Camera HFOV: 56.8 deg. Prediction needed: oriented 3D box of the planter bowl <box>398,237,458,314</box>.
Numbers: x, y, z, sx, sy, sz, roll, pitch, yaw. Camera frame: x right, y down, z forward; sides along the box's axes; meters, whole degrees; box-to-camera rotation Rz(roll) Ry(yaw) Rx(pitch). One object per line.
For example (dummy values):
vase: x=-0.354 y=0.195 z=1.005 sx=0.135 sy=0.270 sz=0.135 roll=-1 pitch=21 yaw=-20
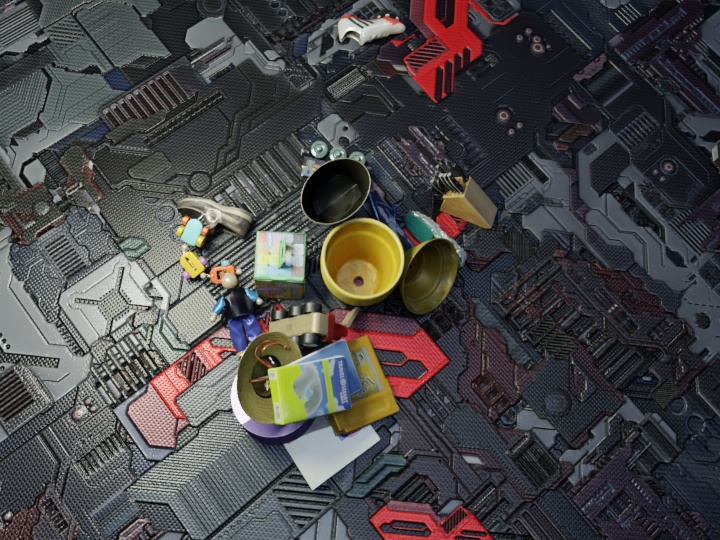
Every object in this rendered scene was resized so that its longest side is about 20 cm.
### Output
planter bowl: x=0.150 y=0.002 z=1.678 sx=0.200 sy=0.201 sz=0.083 roll=-46 pitch=44 yaw=-17

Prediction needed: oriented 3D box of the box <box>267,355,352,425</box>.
box: x=-0.101 y=0.261 z=1.475 sx=0.198 sy=0.047 sz=0.124 roll=-6 pitch=86 yaw=-34

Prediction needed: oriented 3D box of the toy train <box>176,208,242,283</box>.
toy train: x=-0.380 y=-0.049 z=1.676 sx=0.148 sy=0.056 sz=0.202 roll=-12 pitch=94 yaw=2

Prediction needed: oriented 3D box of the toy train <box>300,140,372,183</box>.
toy train: x=-0.069 y=-0.269 z=1.780 sx=0.198 sy=0.085 sz=0.115 roll=15 pitch=84 yaw=-2

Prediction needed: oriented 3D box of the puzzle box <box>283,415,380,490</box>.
puzzle box: x=-0.068 y=0.404 z=1.577 sx=0.199 sy=0.025 sz=0.134 roll=-32 pitch=75 yaw=-14

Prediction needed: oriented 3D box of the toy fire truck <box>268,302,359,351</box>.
toy fire truck: x=-0.101 y=0.138 z=1.617 sx=0.199 sy=0.175 sz=0.130 roll=20 pitch=64 yaw=-43

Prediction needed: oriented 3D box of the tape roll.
tape roll: x=-0.198 y=0.298 z=1.558 sx=0.197 sy=0.085 sz=0.202 roll=0 pitch=65 yaw=1

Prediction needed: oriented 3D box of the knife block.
knife block: x=0.274 y=-0.200 z=1.730 sx=0.198 sy=0.176 sz=0.065 roll=22 pitch=72 yaw=3

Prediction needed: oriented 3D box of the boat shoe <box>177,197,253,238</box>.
boat shoe: x=-0.378 y=-0.133 z=1.708 sx=0.198 sy=0.075 sz=0.074 roll=12 pitch=70 yaw=1

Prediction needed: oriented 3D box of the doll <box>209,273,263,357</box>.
doll: x=-0.300 y=0.106 z=1.623 sx=0.135 sy=0.048 sz=0.202 roll=-15 pitch=87 yaw=-10

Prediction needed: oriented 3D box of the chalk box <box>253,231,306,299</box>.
chalk box: x=-0.194 y=-0.017 z=1.616 sx=0.122 sy=0.200 sz=0.126 roll=3 pitch=71 yaw=-4

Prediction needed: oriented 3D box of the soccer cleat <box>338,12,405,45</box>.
soccer cleat: x=0.031 y=-0.696 z=1.940 sx=0.197 sy=0.069 sz=0.086 roll=6 pitch=80 yaw=1

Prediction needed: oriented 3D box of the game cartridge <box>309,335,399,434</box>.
game cartridge: x=-0.016 y=0.271 z=1.592 sx=0.175 sy=0.032 sz=0.202 roll=-15 pitch=71 yaw=-32

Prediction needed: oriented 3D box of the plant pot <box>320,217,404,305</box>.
plant pot: x=0.000 y=0.000 z=1.633 sx=0.198 sy=0.189 sz=0.203 roll=1 pitch=71 yaw=-4

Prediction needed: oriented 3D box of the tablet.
tablet: x=-0.093 y=0.251 z=1.517 sx=0.199 sy=0.014 sz=0.132 roll=-23 pitch=95 yaw=-35

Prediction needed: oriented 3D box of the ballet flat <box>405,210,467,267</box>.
ballet flat: x=0.201 y=-0.085 z=1.753 sx=0.072 sy=0.072 sz=0.200 roll=-42 pitch=81 yaw=-16

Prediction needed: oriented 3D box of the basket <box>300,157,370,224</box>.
basket: x=-0.060 y=-0.180 z=1.644 sx=0.180 sy=0.200 sz=0.136 roll=-38 pitch=89 yaw=-3

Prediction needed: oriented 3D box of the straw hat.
straw hat: x=-0.218 y=0.234 z=1.491 sx=0.200 sy=0.085 sz=0.204 roll=0 pitch=91 yaw=-43

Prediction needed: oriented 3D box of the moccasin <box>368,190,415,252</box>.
moccasin: x=0.085 y=-0.121 z=1.746 sx=0.068 sy=0.080 sz=0.202 roll=-26 pitch=88 yaw=2
